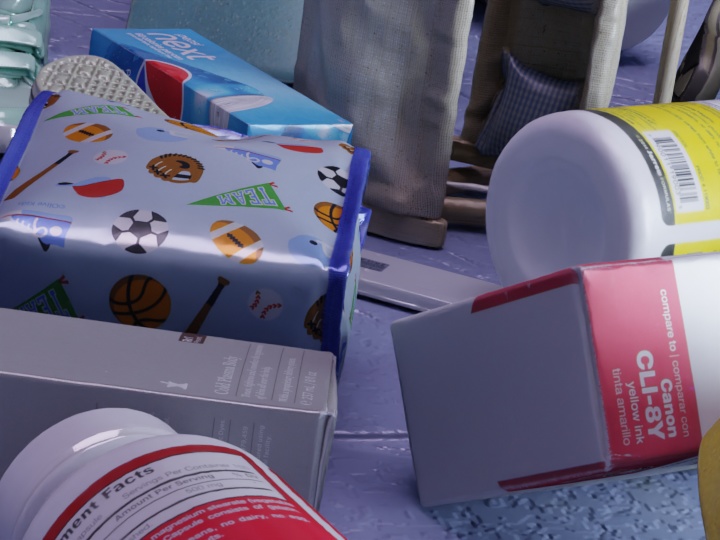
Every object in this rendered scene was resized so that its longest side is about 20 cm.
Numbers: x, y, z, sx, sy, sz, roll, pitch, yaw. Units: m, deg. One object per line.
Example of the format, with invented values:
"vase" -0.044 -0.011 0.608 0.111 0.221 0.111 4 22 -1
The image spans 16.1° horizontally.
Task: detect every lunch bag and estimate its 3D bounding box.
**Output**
"lunch bag" -0.081 -0.009 1.155 0.169 0.125 0.200 9 30 -1

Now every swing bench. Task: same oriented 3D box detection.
"swing bench" 0.070 -0.127 1.411 0.198 0.201 0.130 -2 22 -23

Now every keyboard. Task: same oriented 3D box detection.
"keyboard" 0.000 0.000 1.325 0.199 0.011 0.056 15 17 18

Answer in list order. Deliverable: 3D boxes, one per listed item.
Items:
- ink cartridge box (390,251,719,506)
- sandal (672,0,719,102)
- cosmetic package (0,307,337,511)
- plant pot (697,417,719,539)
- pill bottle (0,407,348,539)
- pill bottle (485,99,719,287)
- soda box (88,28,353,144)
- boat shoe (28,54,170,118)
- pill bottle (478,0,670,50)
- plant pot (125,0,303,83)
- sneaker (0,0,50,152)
"ink cartridge box" 0.136 0.042 1.074 0.199 0.084 0.145 -6 -8 -32
"sandal" 0.240 -0.129 1.680 0.057 0.080 0.201 27 29 3
"cosmetic package" -0.112 0.067 0.980 0.198 0.091 0.107 10 12 -3
"plant pot" 0.207 0.094 0.938 0.141 0.201 0.200 -17 14 18
"pill bottle" -0.048 0.123 0.828 0.111 0.113 0.200 -5 23 -30
"pill bottle" 0.169 -0.031 1.313 0.199 0.113 0.112 -6 24 -41
"soda box" -0.084 -0.080 1.410 0.067 0.065 0.200 -1 19 -31
"boat shoe" -0.109 -0.033 1.294 0.074 0.063 0.200 -19 46 -28
"pill bottle" 0.135 -0.234 1.839 0.115 0.117 0.200 -5 24 -30
"plant pot" -0.030 -0.230 1.675 0.198 0.197 0.197 15 20 -4
"sneaker" -0.213 -0.143 1.465 0.073 0.119 0.201 5 22 -11
